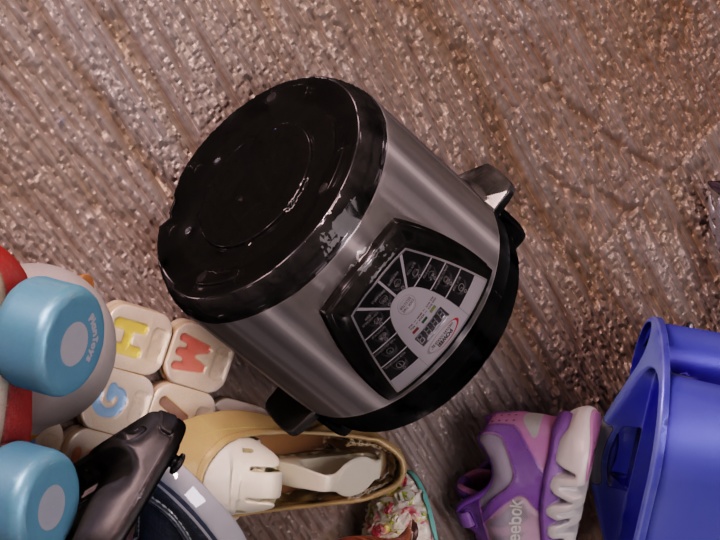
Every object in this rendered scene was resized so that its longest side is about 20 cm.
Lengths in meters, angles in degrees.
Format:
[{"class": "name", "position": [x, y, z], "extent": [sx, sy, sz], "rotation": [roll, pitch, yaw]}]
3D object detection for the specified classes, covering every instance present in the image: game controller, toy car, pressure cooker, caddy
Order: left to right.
[{"class": "toy car", "position": [-0.202, 0.063, 1.437], "extent": [0.200, 0.184, 0.177], "rotation": [-2, 102, -61]}, {"class": "game controller", "position": [-0.150, 0.138, 1.439], "extent": [0.042, 0.200, 0.104], "rotation": [25, 71, -12]}, {"class": "pressure cooker", "position": [-0.001, -0.002, 1.548], "extent": [0.200, 0.176, 0.179], "rotation": [41, 45, -36]}, {"class": "caddy", "position": [0.210, 0.127, 1.736], "extent": [0.105, 0.141, 0.200], "rotation": [6, 125, -4]}]

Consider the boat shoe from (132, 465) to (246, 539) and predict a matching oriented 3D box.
[{"class": "boat shoe", "position": [-0.116, 0.195, 1.525], "extent": [0.091, 0.071, 0.200], "rotation": [-42, 147, -22]}]

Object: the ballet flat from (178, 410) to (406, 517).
[{"class": "ballet flat", "position": [-0.053, 0.122, 1.592], "extent": [0.200, 0.063, 0.069], "rotation": [-5, 107, -41]}]

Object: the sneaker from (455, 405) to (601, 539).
[{"class": "sneaker", "position": [0.105, 0.173, 1.730], "extent": [0.080, 0.088, 0.200], "rotation": [-69, 169, -61]}]

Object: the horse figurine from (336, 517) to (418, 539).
[{"class": "horse figurine", "position": [-0.037, 0.231, 1.517], "extent": [0.200, 0.133, 0.050], "rotation": [-56, 145, -24]}]

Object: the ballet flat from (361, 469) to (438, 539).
[{"class": "ballet flat", "position": [0.026, 0.231, 1.682], "extent": [0.064, 0.076, 0.200], "rotation": [-18, 108, -24]}]

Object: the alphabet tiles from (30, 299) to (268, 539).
[{"class": "alphabet tiles", "position": [-0.145, 0.123, 1.566], "extent": [0.196, 0.015, 0.200], "rotation": [19, 89, -38]}]

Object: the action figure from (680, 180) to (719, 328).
[{"class": "action figure", "position": [0.287, 0.033, 1.827], "extent": [0.130, 0.069, 0.200], "rotation": [-4, 97, -28]}]
